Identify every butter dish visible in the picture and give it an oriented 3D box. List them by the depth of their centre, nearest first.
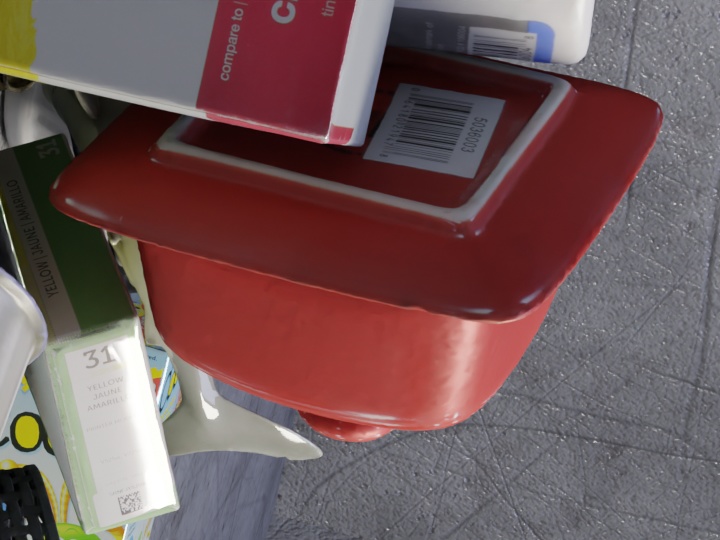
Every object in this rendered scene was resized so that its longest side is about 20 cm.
[{"bbox_3d":[0.000,0.000,1.190,0.200,0.199,0.148,-51,150,-55],"label":"butter dish"}]

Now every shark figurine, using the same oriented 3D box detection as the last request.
[{"bbox_3d":[-0.071,-0.026,1.268,0.128,0.089,0.215,103,-33,-70],"label":"shark figurine"}]

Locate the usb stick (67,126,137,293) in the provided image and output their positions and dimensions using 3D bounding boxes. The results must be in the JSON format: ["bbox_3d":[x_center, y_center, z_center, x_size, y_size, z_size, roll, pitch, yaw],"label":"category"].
[{"bbox_3d":[-0.123,-0.089,1.383,0.055,0.032,0.201,-84,164,-74],"label":"usb stick"}]

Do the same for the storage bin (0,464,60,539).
[{"bbox_3d":[-0.170,0.201,1.305,0.135,0.093,0.200,103,-27,-50],"label":"storage bin"}]

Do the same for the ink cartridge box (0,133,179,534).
[{"bbox_3d":[-0.126,-0.014,1.207,0.146,0.048,0.201,-118,-163,-53],"label":"ink cartridge box"}]

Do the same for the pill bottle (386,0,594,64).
[{"bbox_3d":[-0.004,-0.147,1.180,0.114,0.199,0.114,6,90,-88],"label":"pill bottle"}]

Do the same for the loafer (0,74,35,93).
[{"bbox_3d":[-0.141,-0.129,1.238,0.200,0.067,0.076,97,9,-66],"label":"loafer"}]

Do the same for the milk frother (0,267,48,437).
[{"bbox_3d":[-0.149,0.080,0.980,0.181,0.199,0.189,90,15,-62],"label":"milk frother"}]

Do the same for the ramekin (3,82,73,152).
[{"bbox_3d":[-0.074,-0.100,1.493,0.202,0.094,0.203,-37,151,-25],"label":"ramekin"}]

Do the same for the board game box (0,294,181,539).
[{"bbox_3d":[-0.163,0.106,1.625,0.105,0.103,0.201,-63,168,-72],"label":"board game box"}]

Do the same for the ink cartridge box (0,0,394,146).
[{"bbox_3d":[-0.092,-0.105,1.060,0.145,0.199,0.084,-34,136,-84],"label":"ink cartridge box"}]
